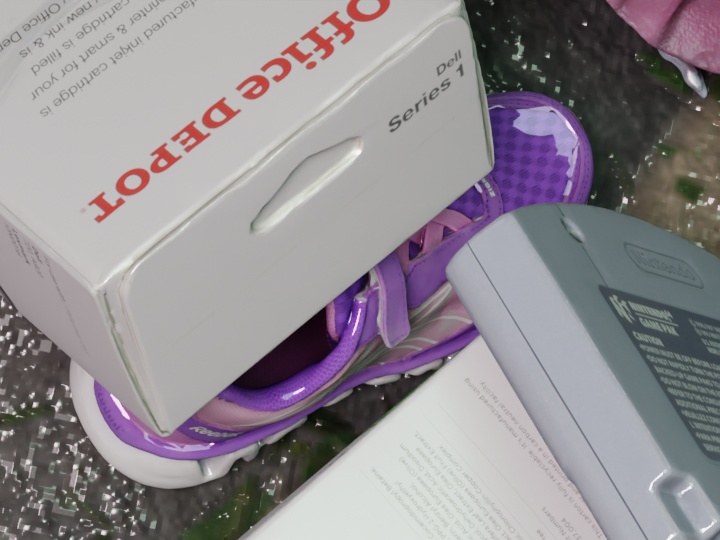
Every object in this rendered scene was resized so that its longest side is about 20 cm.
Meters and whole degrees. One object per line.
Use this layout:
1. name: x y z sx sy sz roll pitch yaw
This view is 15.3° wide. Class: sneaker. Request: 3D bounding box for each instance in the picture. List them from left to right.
1. sneaker: 0.000 0.000 0.887 0.200 0.088 0.081 -31 83 -18

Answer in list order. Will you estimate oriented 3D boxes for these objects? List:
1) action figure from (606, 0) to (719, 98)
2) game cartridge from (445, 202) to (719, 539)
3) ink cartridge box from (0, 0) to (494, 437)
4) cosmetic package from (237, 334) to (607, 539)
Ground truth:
1. action figure: 0.155 -0.160 0.926 0.200 0.134 0.149 -45 64 20
2. game cartridge: 0.107 0.042 0.850 0.042 0.200 0.133 -45 60 19
3. ink cartridge box: -0.077 -0.063 0.842 0.146 0.084 0.200 -39 55 -17
4. cosmetic package: -0.010 0.115 0.846 0.200 0.108 0.085 -39 87 -19
